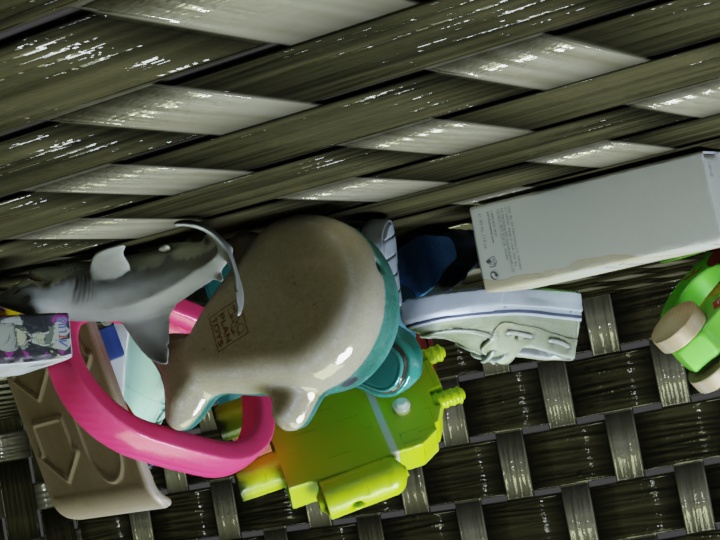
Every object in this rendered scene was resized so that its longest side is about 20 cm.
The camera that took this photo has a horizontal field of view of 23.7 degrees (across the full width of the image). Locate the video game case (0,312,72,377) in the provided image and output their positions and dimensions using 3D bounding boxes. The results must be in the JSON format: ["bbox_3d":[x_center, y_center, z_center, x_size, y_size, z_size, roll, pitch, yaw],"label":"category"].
[{"bbox_3d":[-0.311,0.058,1.212,0.180,0.036,0.200,-3,175,-21],"label":"video game case"}]

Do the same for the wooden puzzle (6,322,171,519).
[{"bbox_3d":[-0.230,0.106,1.410,0.046,0.201,0.185,-27,-174,-35],"label":"wooden puzzle"}]

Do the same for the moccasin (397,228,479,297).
[{"bbox_3d":[0.056,0.010,1.559,0.068,0.081,0.200,-13,178,-26],"label":"moccasin"}]

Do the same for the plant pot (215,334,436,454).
[{"bbox_3d":[-0.033,0.105,1.903,0.194,0.203,0.200,-22,171,25],"label":"plant pot"}]

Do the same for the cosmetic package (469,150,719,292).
[{"bbox_3d":[0.199,-0.037,1.366,0.198,0.074,0.103,-12,176,28],"label":"cosmetic package"}]

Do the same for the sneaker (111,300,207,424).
[{"bbox_3d":[-0.154,0.105,1.455,0.117,0.074,0.202,6,132,-3],"label":"sneaker"}]

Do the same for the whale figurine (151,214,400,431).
[{"bbox_3d":[-0.059,0.047,1.246,0.199,0.160,0.104,-32,151,22],"label":"whale figurine"}]

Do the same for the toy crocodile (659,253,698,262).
[{"bbox_3d":[0.228,-0.036,1.465,0.198,0.068,0.062,-12,175,21],"label":"toy crocodile"}]

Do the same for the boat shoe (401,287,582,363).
[{"bbox_3d":[0.120,0.049,1.475,0.199,0.063,0.072,1,171,-38],"label":"boat shoe"}]

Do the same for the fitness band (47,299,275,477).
[{"bbox_3d":[-0.150,0.083,1.304,0.199,0.145,0.037,20,135,-39],"label":"fitness band"}]

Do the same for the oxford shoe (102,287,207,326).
[{"bbox_3d":[-0.181,0.041,1.532,0.075,0.058,0.199,-10,177,-31],"label":"oxford shoe"}]

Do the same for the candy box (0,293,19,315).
[{"bbox_3d":[-0.329,0.032,1.267,0.101,0.027,0.200,-11,175,4],"label":"candy box"}]

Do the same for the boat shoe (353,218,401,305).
[{"bbox_3d":[0.000,0.000,1.377,0.061,0.073,0.200,-6,177,2],"label":"boat shoe"}]

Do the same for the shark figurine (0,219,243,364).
[{"bbox_3d":[-0.140,0.021,1.220,0.213,0.090,0.128,-12,177,35],"label":"shark figurine"}]

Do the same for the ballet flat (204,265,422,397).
[{"bbox_3d":[-0.035,0.046,1.380,0.199,0.068,0.070,26,-170,21],"label":"ballet flat"}]

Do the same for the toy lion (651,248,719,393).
[{"bbox_3d":[0.329,-0.013,1.425,0.200,0.069,0.192,-42,-167,18],"label":"toy lion"}]

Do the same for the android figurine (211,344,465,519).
[{"bbox_3d":[-0.016,0.115,1.385,0.198,0.183,0.041,-17,141,-6],"label":"android figurine"}]

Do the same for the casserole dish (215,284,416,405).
[{"bbox_3d":[-0.045,0.058,1.492,0.199,0.122,0.039,-26,135,4],"label":"casserole dish"}]
